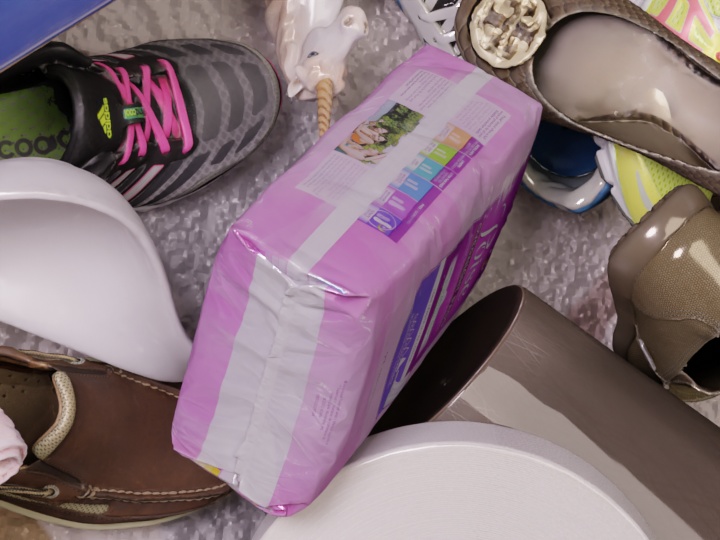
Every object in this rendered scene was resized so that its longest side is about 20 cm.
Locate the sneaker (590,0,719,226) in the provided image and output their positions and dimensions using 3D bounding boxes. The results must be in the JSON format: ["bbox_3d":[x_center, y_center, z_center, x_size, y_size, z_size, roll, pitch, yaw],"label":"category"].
[{"bbox_3d":[0.169,-0.109,0.971,0.078,0.090,0.201,18,83,-46],"label":"sneaker"}]

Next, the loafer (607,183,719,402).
[{"bbox_3d":[0.160,0.027,0.971,0.076,0.200,0.068,-41,66,2],"label":"loafer"}]

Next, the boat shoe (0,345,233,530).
[{"bbox_3d":[-0.133,0.069,0.874,0.201,0.075,0.075,9,81,-25],"label":"boat shoe"}]

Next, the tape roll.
[{"bbox_3d":[0.040,0.165,0.886,0.201,0.037,0.204,0,100,2],"label":"tape roll"}]

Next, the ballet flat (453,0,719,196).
[{"bbox_3d":[0.131,-0.075,0.927,0.199,0.046,0.068,31,97,9],"label":"ballet flat"}]

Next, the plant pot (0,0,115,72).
[{"bbox_3d":[-0.181,-0.165,0.804,0.200,0.199,0.181,-38,109,-32],"label":"plant pot"}]

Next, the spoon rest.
[{"bbox_3d":[-0.104,0.004,0.856,0.200,0.099,0.061,22,53,-52],"label":"spoon rest"}]

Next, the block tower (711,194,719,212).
[{"bbox_3d":[0.188,-0.118,1.065,0.057,0.054,0.202,-5,87,-26],"label":"block tower"}]

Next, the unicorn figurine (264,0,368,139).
[{"bbox_3d":[-0.027,-0.167,0.936,0.200,0.074,0.138,43,103,20],"label":"unicorn figurine"}]

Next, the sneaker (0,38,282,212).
[{"bbox_3d":[-0.114,-0.061,0.890,0.199,0.087,0.074,-13,90,-28],"label":"sneaker"}]

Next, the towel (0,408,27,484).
[{"bbox_3d":[-0.255,0.045,0.779,0.190,0.032,0.200,-29,61,-26],"label":"towel"}]

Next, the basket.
[{"bbox_3d":[0.104,0.114,0.955,0.180,0.136,0.200,-44,100,4],"label":"basket"}]

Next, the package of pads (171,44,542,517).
[{"bbox_3d":[0.000,0.000,0.877,0.075,0.121,0.200,28,36,10],"label":"package of pads"}]

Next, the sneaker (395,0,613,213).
[{"bbox_3d":[0.062,-0.113,0.985,0.072,0.073,0.200,-36,105,12],"label":"sneaker"}]
